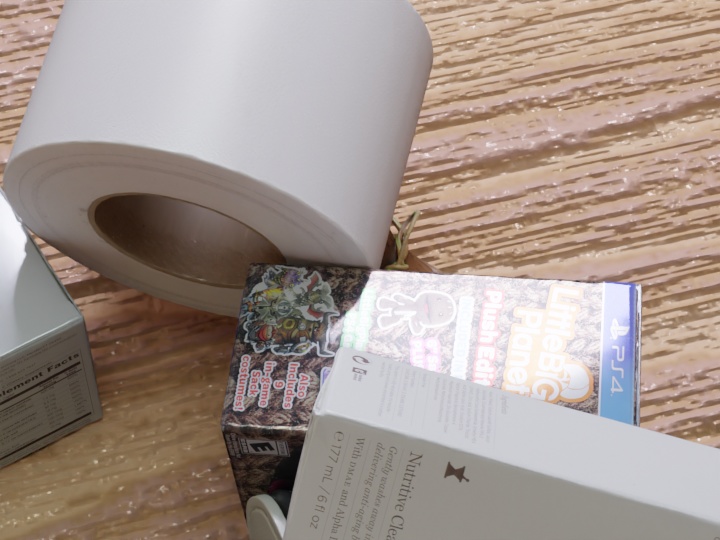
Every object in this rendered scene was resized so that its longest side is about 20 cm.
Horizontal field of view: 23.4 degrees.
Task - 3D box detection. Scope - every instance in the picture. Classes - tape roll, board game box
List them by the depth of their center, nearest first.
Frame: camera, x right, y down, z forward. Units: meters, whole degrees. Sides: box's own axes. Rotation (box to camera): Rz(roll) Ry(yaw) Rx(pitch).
[{"bbox_3d":[0.041,0.083,0.898,0.199,0.160,0.097,3,57,7],"label":"board game box"},{"bbox_3d":[-0.072,-0.075,0.916,0.202,0.203,0.140,12,67,6],"label":"tape roll"}]

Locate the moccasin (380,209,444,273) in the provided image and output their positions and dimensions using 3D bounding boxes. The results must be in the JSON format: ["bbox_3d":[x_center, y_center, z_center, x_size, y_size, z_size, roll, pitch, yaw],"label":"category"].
[{"bbox_3d":[0.001,-0.001,1.014,0.201,0.078,0.074,39,63,21],"label":"moccasin"}]

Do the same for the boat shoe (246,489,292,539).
[{"bbox_3d":[0.009,0.193,0.862,0.060,0.074,0.201,-27,87,-19],"label":"boat shoe"}]

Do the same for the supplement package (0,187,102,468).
[{"bbox_3d":[-0.262,0.016,0.976,0.155,0.111,0.200,-27,61,-18],"label":"supplement package"}]

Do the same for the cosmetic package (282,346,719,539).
[{"bbox_3d":[0.068,0.120,0.773,0.199,0.113,0.081,14,20,3],"label":"cosmetic package"}]
